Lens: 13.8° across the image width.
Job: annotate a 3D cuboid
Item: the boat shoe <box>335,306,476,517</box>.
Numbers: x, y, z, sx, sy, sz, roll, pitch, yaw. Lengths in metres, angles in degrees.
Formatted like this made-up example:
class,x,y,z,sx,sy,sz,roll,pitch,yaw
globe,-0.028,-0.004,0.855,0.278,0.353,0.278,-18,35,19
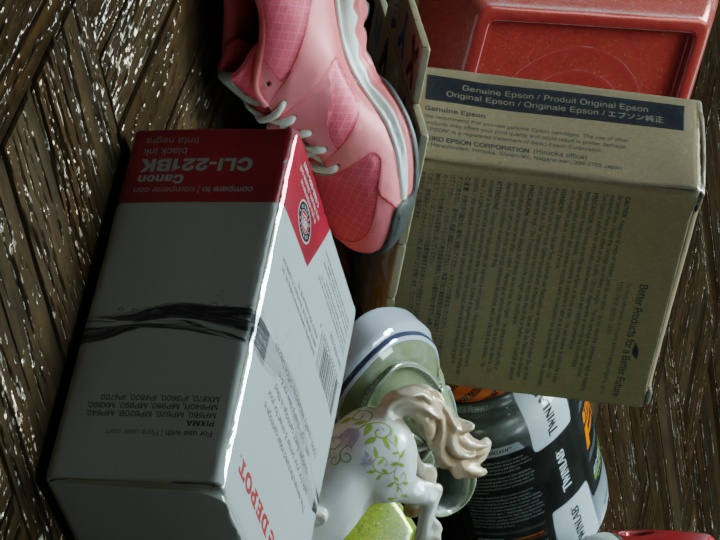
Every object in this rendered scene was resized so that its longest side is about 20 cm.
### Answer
class,x,y,z,sx,sy,sz,roll,pitch,yaw
boat shoe,0.027,0.077,1.602,0.072,0.062,0.200,-43,157,-4

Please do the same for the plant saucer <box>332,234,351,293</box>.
class,x,y,z,sx,sy,sz,roll,pitch,yaw
plant saucer,-0.039,0.029,1.584,0.200,0.032,0.201,-1,90,-75

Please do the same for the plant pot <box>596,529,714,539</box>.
class,x,y,z,sx,sy,sz,roll,pitch,yaw
plant pot,0.145,0.272,1.979,0.200,0.182,0.201,-1,90,-75

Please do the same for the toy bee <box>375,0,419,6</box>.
class,x,y,z,sx,sy,sz,roll,pitch,yaw
toy bee,0.084,-0.143,1.803,0.131,0.200,0.109,132,-34,-56

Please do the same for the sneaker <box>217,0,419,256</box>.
class,x,y,z,sx,sy,sz,roll,pitch,yaw
sneaker,-0.035,-0.095,1.525,0.087,0.074,0.200,-26,112,-31

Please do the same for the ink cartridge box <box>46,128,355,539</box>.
class,x,y,z,sx,sy,sz,roll,pitch,yaw
ink cartridge box,-0.068,0.056,1.369,0.144,0.084,0.200,73,22,-50

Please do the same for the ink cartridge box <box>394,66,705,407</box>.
class,x,y,z,sx,sy,sz,roll,pitch,yaw
ink cartridge box,0.098,-0.016,1.689,0.200,0.164,0.075,98,-2,-50

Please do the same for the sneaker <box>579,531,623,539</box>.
class,x,y,z,sx,sy,sz,roll,pitch,yaw
sneaker,0.088,0.222,1.836,0.200,0.075,0.087,-40,129,-16

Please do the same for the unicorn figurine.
class,x,y,z,sx,sy,sz,roll,pitch,yaw
unicorn figurine,-0.023,0.133,1.517,0.200,0.074,0.137,-56,144,-18

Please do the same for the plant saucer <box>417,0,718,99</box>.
class,x,y,z,sx,sy,sz,roll,pitch,yaw
plant saucer,0.113,-0.088,1.773,0.037,0.199,0.200,52,-46,51

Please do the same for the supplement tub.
class,x,y,z,sx,sy,sz,roll,pitch,yaw
supplement tub,0.084,0.093,1.868,0.200,0.122,0.123,73,23,-49

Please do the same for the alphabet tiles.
class,x,y,z,sx,sy,sz,roll,pitch,yaw
alphabet tiles,0.010,-0.056,1.637,0.167,0.006,0.200,-105,-158,-57

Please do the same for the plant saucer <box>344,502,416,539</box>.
class,x,y,z,sx,sy,sz,roll,pitch,yaw
plant saucer,0.005,0.228,1.657,0.200,0.048,0.200,65,37,-57
